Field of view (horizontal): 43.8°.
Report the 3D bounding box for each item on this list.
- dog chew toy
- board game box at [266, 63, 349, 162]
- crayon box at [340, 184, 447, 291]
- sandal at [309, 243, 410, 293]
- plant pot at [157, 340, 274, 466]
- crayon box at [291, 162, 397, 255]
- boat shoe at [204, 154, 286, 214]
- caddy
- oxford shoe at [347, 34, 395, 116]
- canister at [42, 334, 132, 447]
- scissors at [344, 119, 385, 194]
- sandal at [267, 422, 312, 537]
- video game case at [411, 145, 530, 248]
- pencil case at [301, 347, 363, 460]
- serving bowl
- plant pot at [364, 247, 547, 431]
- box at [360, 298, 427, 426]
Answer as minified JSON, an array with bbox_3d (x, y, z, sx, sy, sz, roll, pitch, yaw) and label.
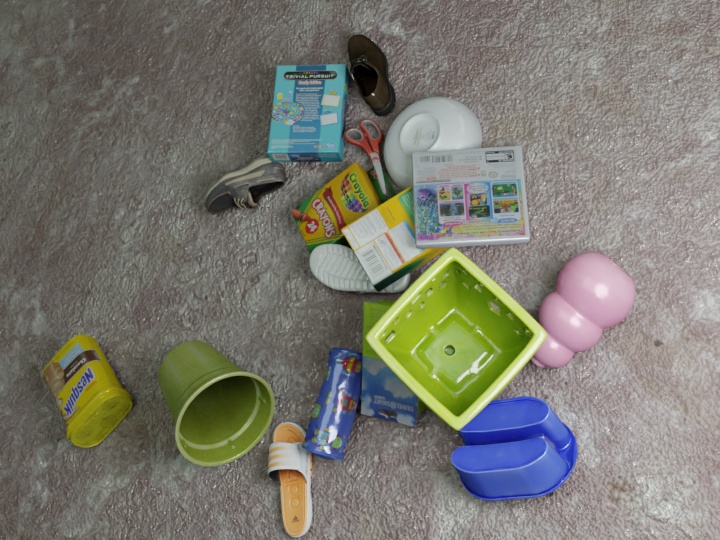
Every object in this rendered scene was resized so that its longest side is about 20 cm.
[{"bbox_3d":[0.338,0.069,1.412,0.201,0.124,0.125,-53,55,13],"label":"dog chew toy"},{"bbox_3d":[-0.105,-0.322,1.833,0.149,0.047,0.202,1,71,9],"label":"board game box"},{"bbox_3d":[0.082,-0.069,1.623,0.199,0.052,0.126,-32,69,3],"label":"crayon box"},{"bbox_3d":[-0.002,0.007,1.677,0.201,0.050,0.083,15,81,19],"label":"sandal"},{"bbox_3d":[-0.292,0.233,1.694,0.201,0.200,0.184,-54,44,2],"label":"plant pot"},{"bbox_3d":[-0.028,-0.118,1.737,0.199,0.051,0.128,-36,57,14],"label":"crayon box"},{"bbox_3d":[-0.242,-0.167,1.868,0.199,0.074,0.074,-30,59,19],"label":"boat shoe"},{"bbox_3d":[0.237,0.283,1.399,0.199,0.105,0.142,-12,45,29],"label":"caddy"},{"bbox_3d":[0.012,-0.411,1.803,0.072,0.084,0.201,-33,57,18],"label":"oxford shoe"},{"bbox_3d":[-0.588,0.253,1.912,0.149,0.086,0.200,-47,54,7],"label":"canister"},{"bbox_3d":[0.033,-0.225,1.738,0.073,0.014,0.201,-22,52,-13],"label":"scissors"},{"bbox_3d":[-0.128,0.370,1.608,0.079,0.059,0.208,-21,63,23],"label":"sandal"},{"bbox_3d":[0.192,-0.130,1.581,0.198,0.024,0.184,-3,69,4],"label":"video game case"},{"bbox_3d":[-0.044,0.234,1.597,0.087,0.078,0.202,-5,67,61],"label":"pencil case"},{"bbox_3d":[0.126,-0.243,1.683,0.198,0.066,0.202,-11,67,26],"label":"serving bowl"},{"bbox_3d":[0.145,0.115,1.375,0.199,0.182,0.200,-45,77,-5],"label":"plant pot"},{"bbox_3d":[0.061,0.157,1.548,0.121,0.048,0.202,7,101,34],"label":"box"}]
